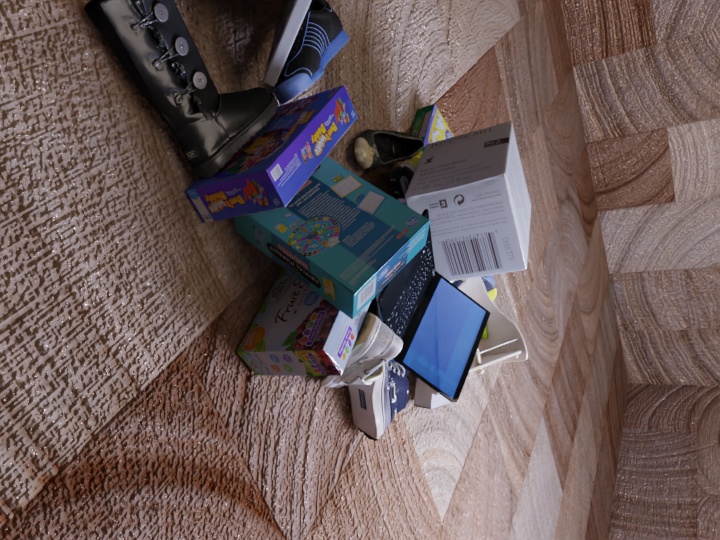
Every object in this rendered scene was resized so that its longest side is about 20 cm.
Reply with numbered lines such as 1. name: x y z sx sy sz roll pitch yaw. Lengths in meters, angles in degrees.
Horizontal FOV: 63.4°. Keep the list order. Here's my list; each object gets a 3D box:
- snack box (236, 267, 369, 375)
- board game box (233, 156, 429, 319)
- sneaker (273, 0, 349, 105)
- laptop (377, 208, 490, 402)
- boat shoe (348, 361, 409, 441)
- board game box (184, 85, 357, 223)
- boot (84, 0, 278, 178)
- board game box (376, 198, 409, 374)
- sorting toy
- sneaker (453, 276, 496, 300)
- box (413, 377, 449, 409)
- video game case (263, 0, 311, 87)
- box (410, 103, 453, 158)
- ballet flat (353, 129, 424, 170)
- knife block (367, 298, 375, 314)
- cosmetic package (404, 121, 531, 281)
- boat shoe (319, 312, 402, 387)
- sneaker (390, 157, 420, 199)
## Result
1. snack box: -0.055 0.036 0.746 0.054 0.139 0.203 54 43 -33
2. board game box: -0.036 -0.054 0.714 0.150 0.197 0.048 -41 153 -32
3. sneaker: -0.082 -0.315 0.825 0.078 0.069 0.203 51 43 -27
4. laptop: 0.116 0.053 0.851 0.180 0.100 0.204 -59 150 -35
5. boat shoe: 0.029 0.155 0.894 0.092 0.073 0.206 -33 133 -40
6. board game box: -0.102 -0.143 0.703 0.046 0.131 0.202 61 40 -30
7. boot: -0.187 -0.235 0.655 0.203 0.064 0.167 58 40 -29
8. board game box: 0.070 0.024 0.959 0.203 0.042 0.204 -71 159 -47
9. sorting toy: 0.167 0.091 1.004 0.194 0.106 0.187 -13 89 -26
10. sneaker: 0.197 -0.019 1.183 0.200 0.073 0.083 46 29 -12
11. box: 0.155 0.150 1.114 0.155 0.040 0.208 12 83 -63
12. video game case: -0.079 -0.348 0.730 0.018 0.144 0.205 18 49 -20
13. box: 0.170 -0.225 1.207 0.201 0.047 0.120 49 47 -40
14. ballet flat: 0.047 -0.218 1.015 0.199 0.055 0.069 -29 110 -55
15. knife block: 0.000 0.000 0.909 0.200 0.062 0.181 -46 124 -50
16. cosmetic package: 0.186 -0.113 0.965 0.202 0.160 0.169 -66 140 -52
17. boat shoe: -0.001 0.125 0.782 0.068 0.200 0.072 30 61 -6
18. sneaker: 0.118 -0.115 1.085 0.091 0.076 0.205 -53 136 -48
